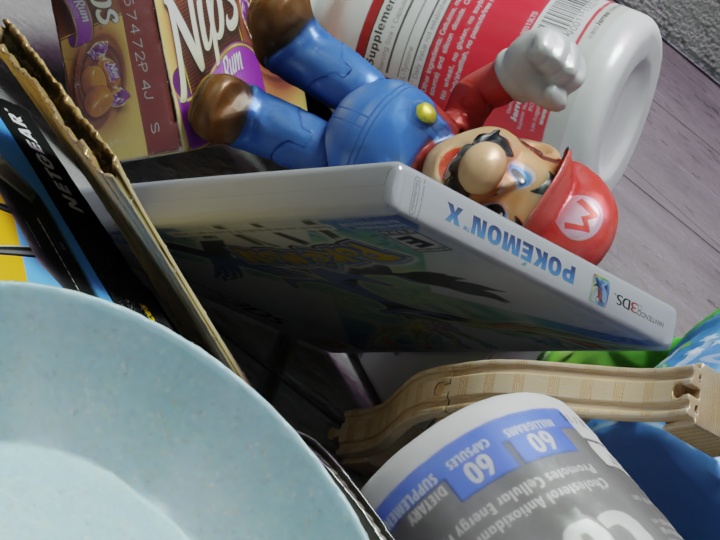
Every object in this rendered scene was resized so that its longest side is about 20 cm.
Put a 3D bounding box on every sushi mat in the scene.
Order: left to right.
[{"bbox_3d":[-0.077,-0.004,0.890,0.096,0.012,0.200,49,-9,40],"label":"sushi mat"}]

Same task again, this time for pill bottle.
[{"bbox_3d":[0.052,-0.114,1.265,0.199,0.113,0.112,22,10,18],"label":"pill bottle"},{"bbox_3d":[0.085,0.148,0.817,0.114,0.114,0.200,20,24,-51],"label":"pill bottle"}]

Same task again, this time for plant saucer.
[{"bbox_3d":[-0.077,0.094,0.663,0.200,0.039,0.202,27,37,-23],"label":"plant saucer"}]

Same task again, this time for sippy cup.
[{"bbox_3d":[0.153,0.089,0.987,0.130,0.177,0.141,-19,95,-47],"label":"sippy cup"}]

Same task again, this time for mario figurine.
[{"bbox_3d":[0.023,-0.059,1.036,0.199,0.124,0.106,28,27,18],"label":"mario figurine"}]

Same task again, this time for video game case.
[{"bbox_3d":[0.000,0.000,0.979,0.199,0.022,0.182,-3,-20,43],"label":"video game case"}]

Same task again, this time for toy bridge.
[{"bbox_3d":[0.055,0.058,0.933,0.067,0.027,0.199,29,-26,-37],"label":"toy bridge"}]

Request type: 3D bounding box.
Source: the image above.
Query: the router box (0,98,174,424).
[{"bbox_3d":[-0.139,0.001,0.810,0.149,0.051,0.200,21,26,-51],"label":"router box"}]

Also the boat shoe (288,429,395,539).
[{"bbox_3d":[0.013,0.126,0.735,0.068,0.057,0.201,5,48,-44],"label":"boat shoe"}]

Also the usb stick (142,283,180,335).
[{"bbox_3d":[-0.051,0.072,0.851,0.200,0.033,0.055,52,1,36],"label":"usb stick"}]

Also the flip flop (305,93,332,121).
[{"bbox_3d":[-0.011,-0.082,1.343,0.081,0.058,0.201,-16,62,-23],"label":"flip flop"}]

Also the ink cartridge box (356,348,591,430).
[{"bbox_3d":[0.067,0.031,1.161,0.146,0.083,0.200,29,20,-34],"label":"ink cartridge box"}]

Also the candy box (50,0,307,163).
[{"bbox_3d":[-0.087,-0.117,1.160,0.200,0.056,0.118,-21,102,-74],"label":"candy box"}]
